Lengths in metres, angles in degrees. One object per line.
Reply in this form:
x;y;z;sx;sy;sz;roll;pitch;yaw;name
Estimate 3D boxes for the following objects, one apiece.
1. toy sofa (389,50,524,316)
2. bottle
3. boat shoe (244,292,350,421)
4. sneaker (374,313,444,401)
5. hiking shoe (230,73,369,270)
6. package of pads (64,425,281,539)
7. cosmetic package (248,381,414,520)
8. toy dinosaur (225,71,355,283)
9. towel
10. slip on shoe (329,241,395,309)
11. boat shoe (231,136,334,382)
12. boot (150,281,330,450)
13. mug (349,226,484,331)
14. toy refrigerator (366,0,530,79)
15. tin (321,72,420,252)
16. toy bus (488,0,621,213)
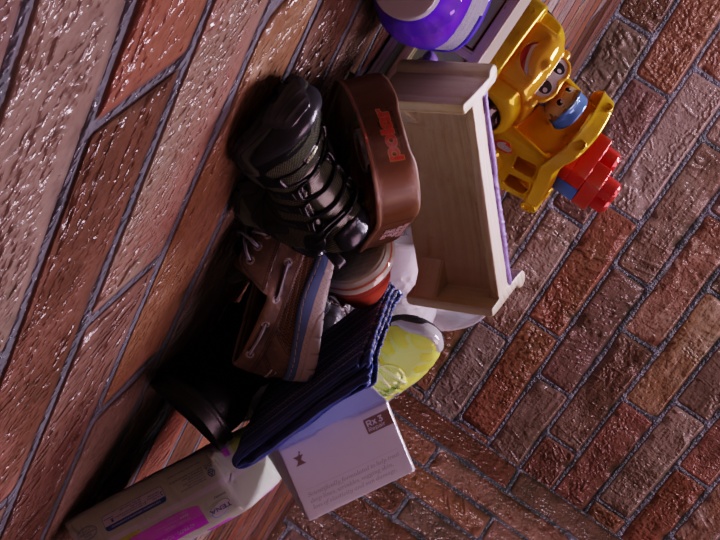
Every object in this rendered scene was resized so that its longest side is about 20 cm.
0.078;-0.071;1.291;0.098;0.083;0.200;-48;136;-46;toy sofa
0.051;-0.204;1.188;0.084;0.065;0.200;-64;172;12;bottle
-0.077;0.089;1.525;0.200;0.074;0.060;-42;-154;33;boat shoe
0.005;0.112;1.526;0.200;0.075;0.077;-38;-153;35;sneaker
-0.031;-0.064;1.118;0.076;0.101;0.200;-55;174;-17;hiking shoe
-0.162;0.206;1.427;0.154;0.068;0.200;-29;177;8;package of pads
-0.031;0.138;1.385;0.101;0.074;0.200;-24;-166;-7;cosmetic package
-0.038;-0.067;1.327;0.200;0.047;0.088;-60;166;9;toy dinosaur
-0.032;0.086;1.331;0.145;0.024;0.200;-37;-171;18;towel
0.000;0.000;1.340;0.074;0.061;0.200;-40;-172;-6;slip on shoe
-0.061;-0.009;1.248;0.072;0.072;0.201;-134;-131;-70;boat shoe
-0.096;0.062;1.356;0.158;0.079;0.211;-49;-176;-3;boot
0.036;0.007;1.576;0.176;0.199;0.148;111;-12;-47;mug
0.084;-0.211;1.362;0.200;0.076;0.070;-56;174;3;toy refrigerator
0.006;-0.079;1.195;0.042;0.112;0.200;-19;175;-9;tin
0.178;-0.141;1.557;0.136;0.192;0.200;-51;171;-21;toy bus
